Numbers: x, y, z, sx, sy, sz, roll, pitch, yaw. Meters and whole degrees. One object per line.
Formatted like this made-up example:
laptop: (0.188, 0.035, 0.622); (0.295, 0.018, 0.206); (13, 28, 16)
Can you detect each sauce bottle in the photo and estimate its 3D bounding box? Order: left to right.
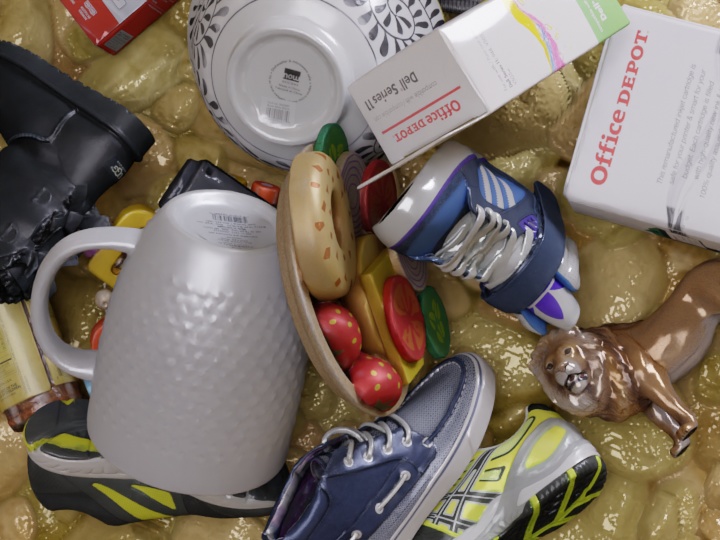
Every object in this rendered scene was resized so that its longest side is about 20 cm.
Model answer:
sauce bottle: (-0.268, 0.019, 1.573); (0.066, 0.066, 0.202); (-21, 80, 8)

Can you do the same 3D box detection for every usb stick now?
usb stick: (-0.054, -0.008, 1.514); (0.199, 0.033, 0.056); (35, 90, -12)

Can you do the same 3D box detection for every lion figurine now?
lion figurine: (0.226, 0.048, 1.482); (0.199, 0.073, 0.123); (-37, 71, -8)

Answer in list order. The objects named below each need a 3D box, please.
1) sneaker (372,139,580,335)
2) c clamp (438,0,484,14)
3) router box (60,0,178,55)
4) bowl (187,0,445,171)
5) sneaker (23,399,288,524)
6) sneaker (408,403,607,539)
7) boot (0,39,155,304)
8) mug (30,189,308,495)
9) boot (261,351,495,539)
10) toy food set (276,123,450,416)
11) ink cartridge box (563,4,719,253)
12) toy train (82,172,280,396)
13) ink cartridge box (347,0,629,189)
sneaker: (0.096, -0.015, 1.437); (0.146, 0.200, 0.081); (43, 105, 5)
c clamp: (0.073, -0.221, 1.549); (0.198, 0.027, 0.173); (3, 81, 12)
router box: (-0.187, -0.299, 1.589); (0.179, 0.049, 0.200); (-40, 80, 6)
bowl: (-0.043, -0.146, 1.486); (0.199, 0.094, 0.203); (6, 114, 13)
sneaker: (-0.151, 0.149, 1.536); (0.198, 0.085, 0.075); (13, 46, -5)
sneaker: (0.082, 0.176, 1.500); (0.199, 0.075, 0.077); (-36, 57, 5)
boot: (-0.260, -0.072, 1.529); (0.197, 0.074, 0.163); (28, 72, 34)
mug: (-0.131, 0.036, 1.442); (0.198, 0.148, 0.177); (12, 117, -2)
boot: (0.015, 0.131, 1.470); (0.073, 0.090, 0.201); (17, 74, 54)
toy food set: (0.000, 0.000, 1.433); (0.048, 0.198, 0.202); (-15, 103, 21)
ink cartridge box: (0.258, -0.088, 1.469); (0.198, 0.084, 0.147); (17, 88, 13)
toy train: (-0.132, 0.010, 1.556); (0.199, 0.056, 0.151); (-27, 107, -2)
ink cartridge box: (0.074, -0.138, 1.412); (0.199, 0.117, 0.068); (-34, 94, -38)
